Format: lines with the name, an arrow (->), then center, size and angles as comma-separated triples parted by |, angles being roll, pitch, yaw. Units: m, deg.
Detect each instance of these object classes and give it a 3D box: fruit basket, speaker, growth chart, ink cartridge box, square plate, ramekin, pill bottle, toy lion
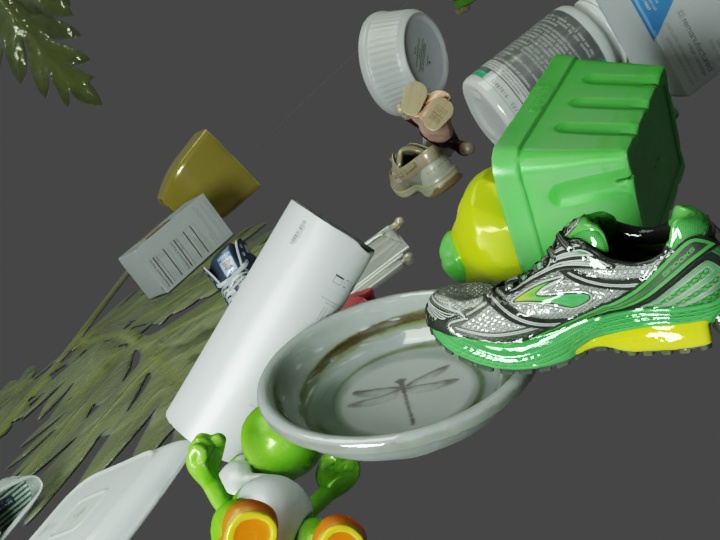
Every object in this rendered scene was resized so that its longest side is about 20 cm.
fruit basket -> 0.141, -0.063, 0.772 | 0.213, 0.157, 0.216 | -17, 25, 8
speaker -> -0.071, 0.050, 0.771 | 0.202, 0.081, 0.081 | -59, 14, 2
growth chart -> 0.000, 0.000, 1.137 | 0.144, 0.018, 0.200 | -36, 14, 6
ink cartridge box -> 0.345, -0.288, 0.957 | 0.199, 0.146, 0.084 | -37, 15, -3
square plate -> -0.274, 0.252, 0.971 | 0.197, 0.029, 0.200 | -26, 17, 35
ramekin -> 0.091, -0.406, 1.875 | 0.093, 0.204, 0.203 | -7, 29, 37
pill bottle -> 0.227, -0.234, 1.138 | 0.199, 0.114, 0.113 | -38, 14, -4
toy lion -> 0.366, -0.837, 2.869 | 0.190, 0.069, 0.200 | -22, 19, 24

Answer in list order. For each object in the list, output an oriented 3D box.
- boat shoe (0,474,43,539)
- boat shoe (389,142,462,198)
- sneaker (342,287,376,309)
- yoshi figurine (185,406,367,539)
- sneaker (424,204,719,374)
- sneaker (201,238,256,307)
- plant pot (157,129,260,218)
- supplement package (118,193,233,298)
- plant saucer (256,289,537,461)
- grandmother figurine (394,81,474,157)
boat shoe -> -0.455, 0.303, 1.149 | 0.066, 0.074, 0.200 | -30, 15, 33
boat shoe -> 0.075, -0.142, 1.309 | 0.072, 0.065, 0.200 | -38, 14, -6
sneaker -> -0.013, 0.058, 0.868 | 0.086, 0.074, 0.200 | -33, 14, 7
yoshi figurine -> -0.056, 0.141, 0.656 | 0.111, 0.114, 0.200 | -28, 11, -9
sneaker -> 0.128, 0.005, 0.597 | 0.198, 0.086, 0.078 | -13, 21, 29
sneaker -> -0.144, 0.028, 1.205 | 0.070, 0.109, 0.200 | -36, 14, 3
plant pot -> -0.400, -0.210, 2.450 | 0.200, 0.196, 0.194 | -47, 16, -9
supplement package -> -0.386, -0.050, 2.042 | 0.200, 0.110, 0.113 | -45, 16, -31
plant saucer -> 0.029, 0.079, 0.671 | 0.197, 0.051, 0.201 | -13, 23, 5
grandmother figurine -> 0.104, -0.192, 1.313 | 0.061, 0.121, 0.200 | -47, -10, 3
